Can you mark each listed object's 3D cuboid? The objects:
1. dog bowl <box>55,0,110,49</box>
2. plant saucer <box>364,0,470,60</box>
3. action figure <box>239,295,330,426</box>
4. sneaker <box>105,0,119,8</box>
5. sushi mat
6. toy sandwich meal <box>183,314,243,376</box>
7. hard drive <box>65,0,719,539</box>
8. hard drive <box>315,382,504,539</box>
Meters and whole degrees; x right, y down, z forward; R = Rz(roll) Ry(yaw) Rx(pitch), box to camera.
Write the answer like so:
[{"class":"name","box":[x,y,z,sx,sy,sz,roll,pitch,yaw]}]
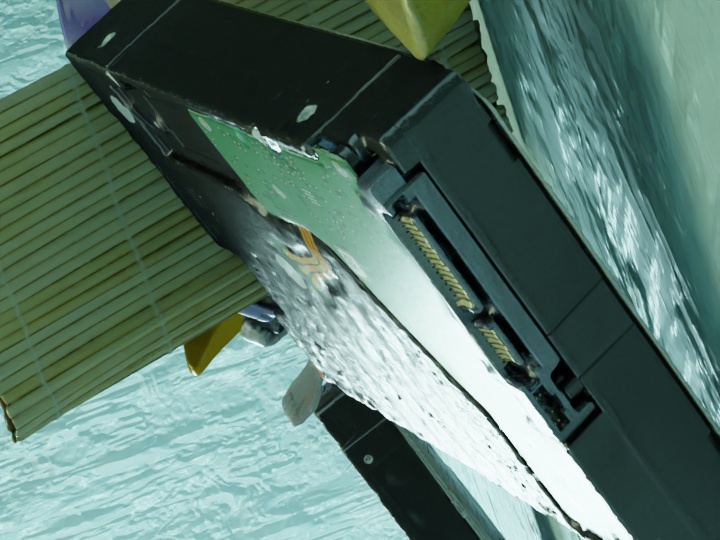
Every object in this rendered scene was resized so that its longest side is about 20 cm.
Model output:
[{"class":"dog bowl","box":[-0.086,-0.153,1.171,0.200,0.078,0.202,-8,-90,-68]},{"class":"plant saucer","box":[-0.010,-0.164,0.504,0.200,0.048,0.202,-113,3,-74]},{"class":"action figure","box":[0.000,0.000,0.854,0.105,0.198,0.194,-60,-16,-26]},{"class":"sneaker","box":[-0.099,-0.148,0.878,0.067,0.199,0.091,37,122,51]},{"class":"sushi mat","box":[-0.039,-0.037,0.653,0.012,0.199,0.096,14,130,58]},{"class":"toy sandwich meal","box":[-0.056,-0.031,1.089,0.070,0.204,0.206,47,167,31]},{"class":"hard drive","box":[0.006,-0.005,0.558,0.140,0.038,0.200,52,169,-25]},{"class":"hard drive","box":[0.048,0.144,1.256,0.201,0.038,0.140,52,-178,-1]}]
